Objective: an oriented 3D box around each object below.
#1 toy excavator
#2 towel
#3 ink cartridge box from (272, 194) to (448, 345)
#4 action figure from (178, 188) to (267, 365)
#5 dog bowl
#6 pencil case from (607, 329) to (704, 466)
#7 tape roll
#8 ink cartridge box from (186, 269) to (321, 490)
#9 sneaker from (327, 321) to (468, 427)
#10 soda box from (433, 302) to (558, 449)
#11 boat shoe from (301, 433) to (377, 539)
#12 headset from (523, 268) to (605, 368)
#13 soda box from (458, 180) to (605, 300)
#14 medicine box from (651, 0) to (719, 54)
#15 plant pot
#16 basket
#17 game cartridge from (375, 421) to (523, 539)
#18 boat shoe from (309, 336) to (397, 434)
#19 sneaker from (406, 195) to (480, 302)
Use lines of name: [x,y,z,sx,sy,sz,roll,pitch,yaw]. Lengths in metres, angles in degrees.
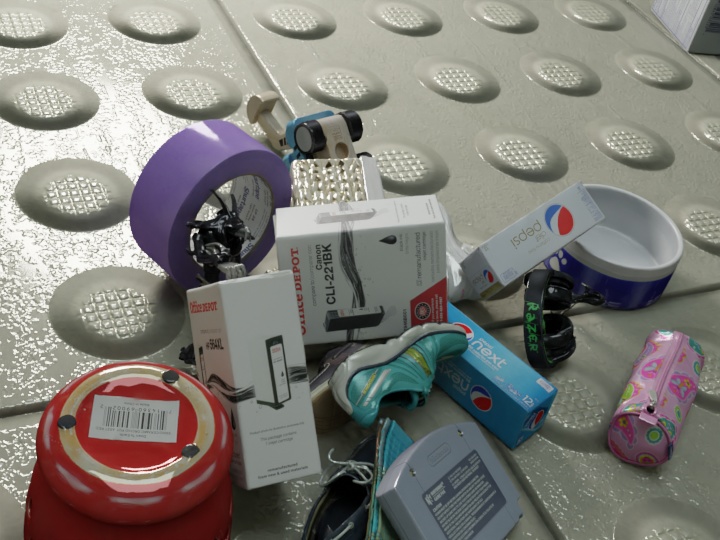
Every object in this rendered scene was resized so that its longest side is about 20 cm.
toy excavator: [-0.090,-0.191,1.545,0.099,0.199,0.198,-21,94,-37]
towel: [0.062,0.262,1.038,0.146,0.022,0.201,43,32,-24]
ink cartridge box: [0.000,0.000,1.209,0.196,0.147,0.084,-5,27,-1]
action figure: [-0.151,0.011,1.192,0.101,0.204,0.118,8,-1,31]
dog bowl: [0.368,-0.037,1.512,0.196,0.080,0.202,9,39,-7]
pencil case: [0.370,0.155,1.276,0.086,0.088,0.200,26,39,15]
tape roll: [-0.185,-0.079,1.286,0.198,0.202,0.085,-25,50,-39]
ink cartridge box: [-0.113,0.109,1.052,0.083,0.204,0.146,-8,-1,-23]
sneaker: [0.051,0.119,1.156,0.198,0.078,0.080,-22,66,-38]
soda box: [0.140,0.121,1.256,0.064,0.069,0.199,-24,52,-38]
boat shoe: [-0.011,0.234,1.067,0.074,0.063,0.200,1,33,29]
headset: [0.259,0.056,1.331,0.092,0.126,0.200,0,9,22]
soda box: [0.230,-0.040,1.372,0.198,0.068,0.064,-31,83,-26]
medicine box: [0.744,-0.601,2.229,0.101,0.184,0.202,2,40,-16]
plant pot: [-0.213,0.205,0.956,0.197,0.184,0.202,8,41,-7]
basket: [-0.035,-0.045,1.349,0.121,0.137,0.202,3,39,-11]
game cartridge: [0.093,0.233,1.052,0.134,0.041,0.199,55,31,9]
boat shoe: [-0.019,0.124,1.207,0.064,0.073,0.199,25,40,31]
sneaker: [0.088,-0.031,1.421,0.098,0.079,0.200,-15,46,-27]
